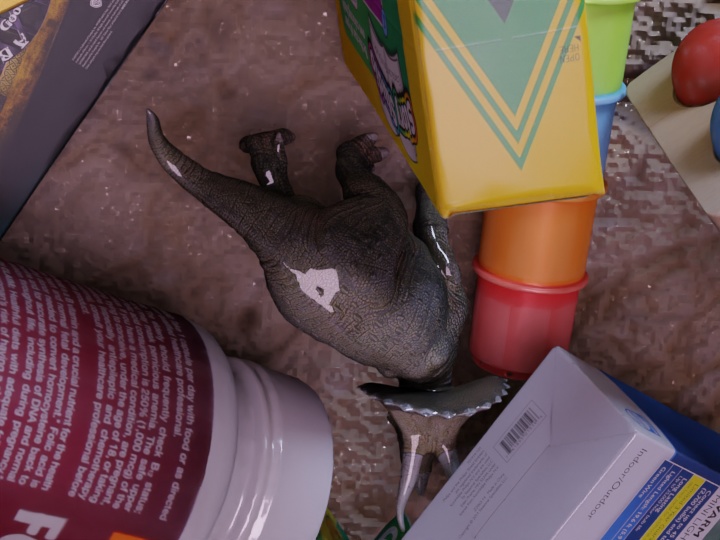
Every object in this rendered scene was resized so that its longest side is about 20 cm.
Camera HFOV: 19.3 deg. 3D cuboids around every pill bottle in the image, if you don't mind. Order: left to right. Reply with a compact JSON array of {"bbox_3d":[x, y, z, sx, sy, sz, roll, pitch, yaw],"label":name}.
[{"bbox_3d":[-0.117,0.060,0.781,0.200,0.114,0.114,20,106,-32],"label":"pill bottle"}]

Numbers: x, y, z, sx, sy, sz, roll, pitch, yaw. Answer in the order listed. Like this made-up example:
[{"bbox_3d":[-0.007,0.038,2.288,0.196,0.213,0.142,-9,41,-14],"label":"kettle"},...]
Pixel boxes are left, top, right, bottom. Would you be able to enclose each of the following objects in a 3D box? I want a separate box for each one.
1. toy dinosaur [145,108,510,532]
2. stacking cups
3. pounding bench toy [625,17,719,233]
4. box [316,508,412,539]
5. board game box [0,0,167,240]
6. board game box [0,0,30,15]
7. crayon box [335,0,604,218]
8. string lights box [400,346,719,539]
[{"bbox_3d":[0.000,0.000,0.787,0.077,0.102,0.200,-27,133,14],"label":"toy dinosaur"},{"bbox_3d":[0.077,-0.054,0.817,0.060,0.061,0.200,1,110,-9],"label":"stacking cups"},{"bbox_3d":[0.221,-0.057,0.755,0.200,0.124,0.156,-35,115,9],"label":"pounding bench toy"},{"bbox_3d":[-0.062,0.163,0.843,0.200,0.117,0.048,-32,112,2],"label":"box"},{"bbox_3d":[-0.164,-0.086,0.785,0.135,0.028,0.200,33,102,-18],"label":"board game box"},{"bbox_3d":[-0.144,-0.105,0.684,0.200,0.153,0.040,-26,111,1],"label":"board game box"},{"bbox_3d":[0.024,-0.130,0.707,0.058,0.200,0.173,-11,111,-5],"label":"crayon box"},{"bbox_3d":[0.119,0.114,0.843,0.200,0.059,0.103,27,105,-43],"label":"string lights box"}]
